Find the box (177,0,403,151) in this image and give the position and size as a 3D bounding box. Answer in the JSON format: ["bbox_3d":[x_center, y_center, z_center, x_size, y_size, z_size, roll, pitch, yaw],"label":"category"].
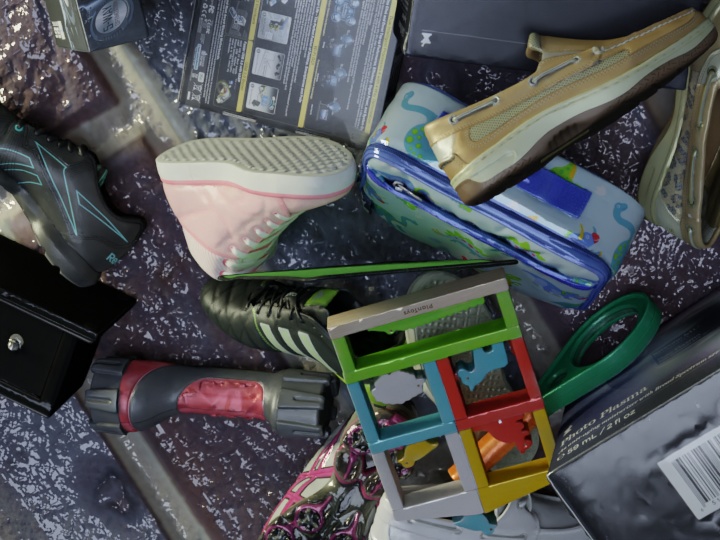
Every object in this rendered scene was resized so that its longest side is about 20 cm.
[{"bbox_3d":[-0.042,-0.205,1.084,0.161,0.049,0.200,15,108,9],"label":"box"}]

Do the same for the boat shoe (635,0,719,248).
[{"bbox_3d":[0.261,-0.113,1.027,0.063,0.073,0.200,42,129,44],"label":"boat shoe"}]

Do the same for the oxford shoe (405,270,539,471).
[{"bbox_3d":[0.077,0.078,1.108,0.075,0.058,0.200,-38,126,-11],"label":"oxford shoe"}]

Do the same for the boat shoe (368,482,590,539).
[{"bbox_3d":[0.106,0.195,1.126,0.200,0.074,0.065,-3,120,-21],"label":"boat shoe"}]

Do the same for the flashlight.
[{"bbox_3d":[-0.122,0.108,1.183,0.200,0.068,0.068,5,91,14],"label":"flashlight"}]

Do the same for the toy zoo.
[{"bbox_3d":[0.067,0.105,1.040,0.131,0.020,0.200,-16,114,7],"label":"toy zoo"}]

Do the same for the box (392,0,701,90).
[{"bbox_3d":[0.134,-0.232,0.988,0.200,0.104,0.182,7,108,-5],"label":"box"}]

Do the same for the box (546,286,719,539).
[{"bbox_3d":[0.252,0.105,1.036,0.200,0.198,0.123,-35,94,19],"label":"box"}]

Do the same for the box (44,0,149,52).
[{"bbox_3d":[-0.207,-0.240,1.033,0.044,0.200,0.160,-17,105,-15],"label":"box"}]

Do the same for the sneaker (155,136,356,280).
[{"bbox_3d":[-0.071,-0.044,1.099,0.200,0.075,0.105,6,117,44],"label":"sneaker"}]

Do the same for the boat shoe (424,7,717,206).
[{"bbox_3d":[0.134,-0.124,0.935,0.200,0.072,0.076,-31,82,-5],"label":"boat shoe"}]

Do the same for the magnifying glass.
[{"bbox_3d":[0.145,0.091,1.083,0.200,0.080,0.022,-42,105,3],"label":"magnifying glass"}]

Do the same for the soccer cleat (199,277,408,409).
[{"bbox_3d":[-0.041,0.037,1.124,0.200,0.068,0.081,24,142,24],"label":"soccer cleat"}]

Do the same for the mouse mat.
[{"bbox_3d":[0.000,0.000,1.037,0.161,0.200,0.008,-5,91,-23],"label":"mouse mat"}]

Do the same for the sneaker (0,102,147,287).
[{"bbox_3d":[-0.254,-0.085,1.163,0.079,0.075,0.200,-35,103,5],"label":"sneaker"}]

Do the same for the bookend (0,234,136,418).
[{"bbox_3d":[-0.322,0.078,1.206,0.199,0.092,0.200,26,111,3],"label":"bookend"}]

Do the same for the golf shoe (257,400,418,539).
[{"bbox_3d":[-0.017,0.183,1.172,0.073,0.092,0.200,37,106,-6],"label":"golf shoe"}]

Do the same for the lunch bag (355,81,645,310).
[{"bbox_3d":[0.096,-0.050,1.038,0.200,0.161,0.082,28,79,2],"label":"lunch bag"}]

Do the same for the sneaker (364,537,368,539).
[{"bbox_3d":[0.018,0.242,1.201,0.200,0.074,0.082,-8,97,5],"label":"sneaker"}]
